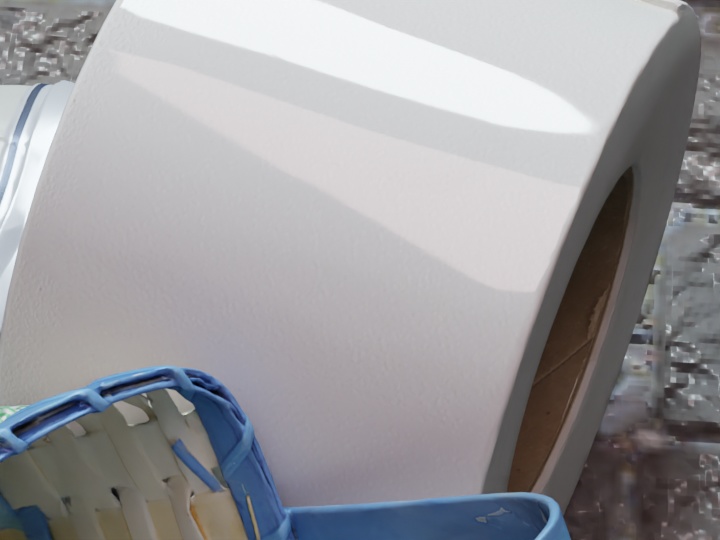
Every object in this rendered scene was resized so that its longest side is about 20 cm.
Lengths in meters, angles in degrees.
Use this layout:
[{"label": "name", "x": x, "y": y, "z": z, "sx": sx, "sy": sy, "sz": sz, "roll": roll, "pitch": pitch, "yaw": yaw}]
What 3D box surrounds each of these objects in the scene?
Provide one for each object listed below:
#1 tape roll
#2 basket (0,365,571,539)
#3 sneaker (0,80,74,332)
[{"label": "tape roll", "x": 0.000, "y": 0.000, "z": 0.813, "sx": 0.139, "sy": 0.203, "sz": 0.203, "roll": 19, "pitch": 59, "yaw": 13}, {"label": "basket", "x": -0.067, "y": 0.105, "z": 0.671, "sx": 0.200, "sy": 0.139, "sz": 0.176, "roll": -1, "pitch": 24, "yaw": 41}, {"label": "sneaker", "x": -0.133, "y": 0.021, "z": 0.886, "sx": 0.071, "sy": 0.073, "sz": 0.200, "roll": 4, "pitch": 48, "yaw": 14}]
